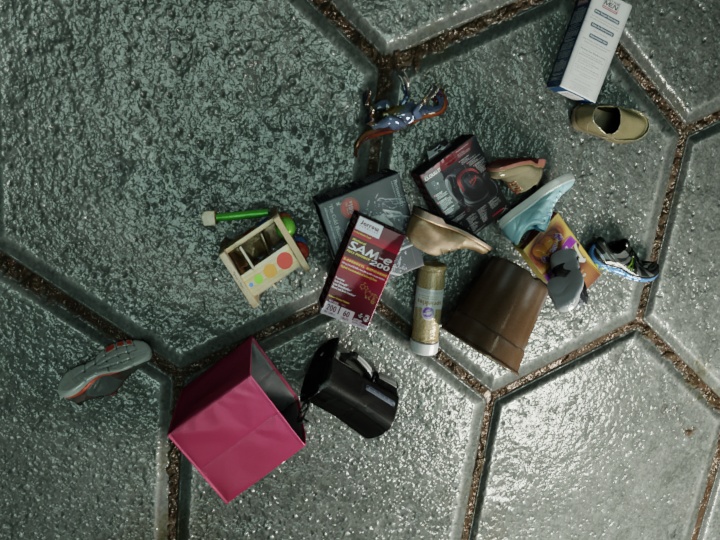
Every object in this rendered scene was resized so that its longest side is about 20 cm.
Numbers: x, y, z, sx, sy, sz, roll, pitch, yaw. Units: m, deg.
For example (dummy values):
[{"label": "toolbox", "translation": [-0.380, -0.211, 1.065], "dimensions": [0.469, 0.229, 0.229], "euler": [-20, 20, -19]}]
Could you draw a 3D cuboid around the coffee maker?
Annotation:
[{"label": "coffee maker", "translation": [-0.027, 0.283, 1.174], "dimensions": [0.198, 0.134, 0.196], "euler": [35, 70, -18]}]

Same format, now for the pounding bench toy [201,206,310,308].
[{"label": "pounding bench toy", "translation": [-0.203, -0.067, 1.072], "dimensions": [0.153, 0.124, 0.204], "euler": [-32, 108, -2]}]

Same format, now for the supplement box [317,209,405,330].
[{"label": "supplement box", "translation": [0.000, 0.000, 1.057], "dimensions": [0.106, 0.061, 0.206], "euler": [20, 99, -15]}]

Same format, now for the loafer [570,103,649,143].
[{"label": "loafer", "translation": [0.567, -0.326, 1.199], "dimensions": [0.192, 0.068, 0.079], "euler": [2, 104, -12]}]

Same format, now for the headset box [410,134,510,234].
[{"label": "headset box", "translation": [0.210, -0.181, 1.156], "dimensions": [0.146, 0.075, 0.203], "euler": [-34, 108, -2]}]

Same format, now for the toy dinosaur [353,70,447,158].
[{"label": "toy dinosaur", "translation": [0.090, -0.331, 1.115], "dimensions": [0.175, 0.108, 0.202], "euler": [3, 141, -25]}]

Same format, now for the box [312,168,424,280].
[{"label": "box", "translation": [0.016, -0.083, 1.125], "dimensions": [0.177, 0.104, 0.206], "euler": [-21, 108, -7]}]

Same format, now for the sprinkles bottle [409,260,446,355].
[{"label": "sprinkles bottle", "translation": [0.152, 0.084, 1.214], "dimensions": [0.065, 0.068, 0.208], "euler": [2, 103, -12]}]

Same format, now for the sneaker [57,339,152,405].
[{"label": "sneaker", "translation": [-0.518, 0.215, 1.118], "dimensions": [0.194, 0.078, 0.083], "euler": [-24, 134, -4]}]

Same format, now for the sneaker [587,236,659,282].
[{"label": "sneaker", "translation": [0.638, -0.029, 1.286], "dimensions": [0.193, 0.071, 0.085], "euler": [16, 107, -12]}]

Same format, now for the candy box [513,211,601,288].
[{"label": "candy box", "translation": [0.463, -0.025, 1.259], "dimensions": [0.117, 0.057, 0.200], "euler": [-44, 109, 1]}]

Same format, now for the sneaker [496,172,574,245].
[{"label": "sneaker", "translation": [0.404, -0.132, 1.200], "dimensions": [0.198, 0.074, 0.083], "euler": [-37, 81, 10]}]

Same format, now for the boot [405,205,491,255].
[{"label": "boot", "translation": [0.178, -0.063, 1.100], "dimensions": [0.194, 0.074, 0.078], "euler": [19, 102, -20]}]

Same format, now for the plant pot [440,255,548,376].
[{"label": "plant pot", "translation": [0.310, 0.093, 1.192], "dimensions": [0.197, 0.200, 0.203], "euler": [31, 90, -17]}]

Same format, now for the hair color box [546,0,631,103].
[{"label": "hair color box", "translation": [0.487, -0.476, 1.149], "dimensions": [0.097, 0.061, 0.207], "euler": [16, 100, -15]}]

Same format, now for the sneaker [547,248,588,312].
[{"label": "sneaker", "translation": [0.453, 0.048, 1.156], "dimensions": [0.073, 0.202, 0.116], "euler": [-14, 118, 28]}]

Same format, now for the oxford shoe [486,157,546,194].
[{"label": "oxford shoe", "translation": [0.336, -0.199, 1.143], "dimensions": [0.195, 0.069, 0.078], "euler": [-11, 109, -40]}]

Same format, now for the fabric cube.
[{"label": "fabric cube", "translation": [-0.249, 0.303, 1.117], "dimensions": [0.197, 0.196, 0.203], "euler": [-35, 109, -1]}]
